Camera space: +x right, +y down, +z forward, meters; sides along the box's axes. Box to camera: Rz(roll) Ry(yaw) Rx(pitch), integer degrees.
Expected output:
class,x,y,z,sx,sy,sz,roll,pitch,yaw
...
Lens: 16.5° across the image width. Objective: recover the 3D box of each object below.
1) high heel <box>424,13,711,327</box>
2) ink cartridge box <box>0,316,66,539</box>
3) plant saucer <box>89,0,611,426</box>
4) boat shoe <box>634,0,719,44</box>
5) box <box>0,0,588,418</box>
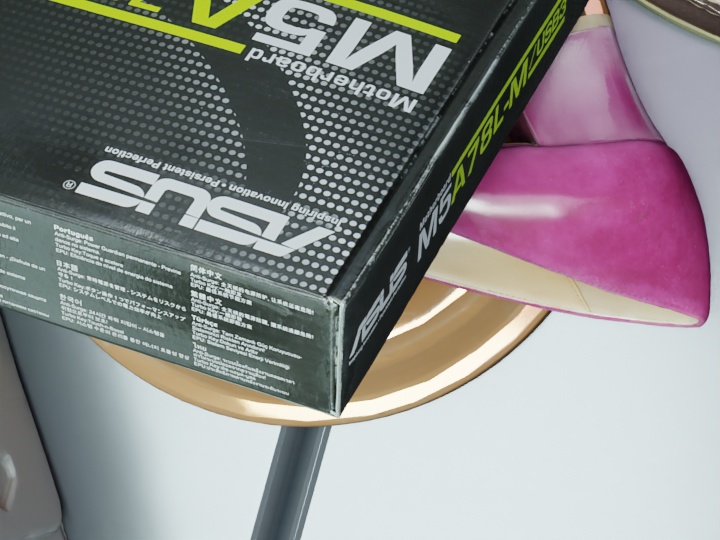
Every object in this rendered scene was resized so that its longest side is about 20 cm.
class,x,y,z,sx,sy,sz,roll,pitch,yaw
high heel,0.000,0.000,0.727,0.199,0.067,0.096,-18,78,-6
ink cartridge box,-0.207,0.070,0.742,0.199,0.147,0.146,-17,87,6
plant saucer,-0.018,-0.051,0.777,0.200,0.032,0.201,0,89,6
boat shoe,0.163,-0.088,0.734,0.199,0.072,0.072,20,92,6
box,-0.057,-0.065,0.679,0.199,0.193,0.048,18,133,16
